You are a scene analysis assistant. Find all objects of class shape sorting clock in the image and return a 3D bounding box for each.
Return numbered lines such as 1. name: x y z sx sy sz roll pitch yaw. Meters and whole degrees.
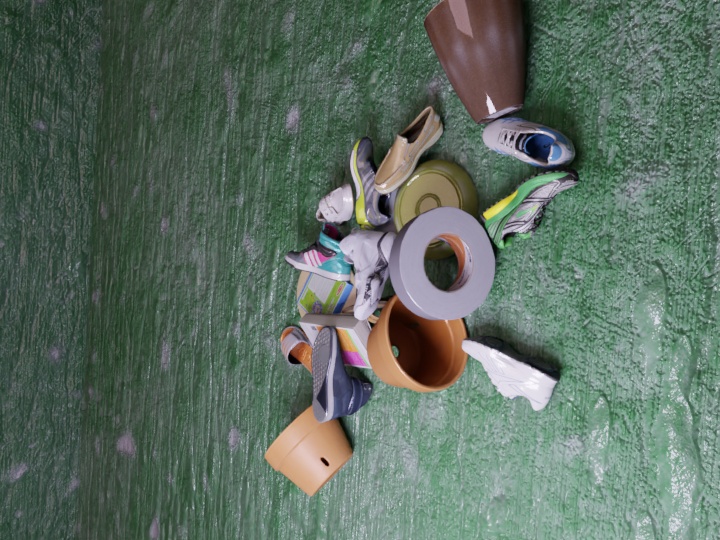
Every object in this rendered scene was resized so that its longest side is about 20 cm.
1. shape sorting clock: -0.085 0.059 1.355 0.195 0.039 0.209 -5 82 39

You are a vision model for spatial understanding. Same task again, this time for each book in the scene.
1. book: -0.047 0.169 1.271 0.195 0.048 0.137 -1 125 43

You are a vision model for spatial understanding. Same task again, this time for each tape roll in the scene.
1. tape roll: 0.153 -0.011 1.013 0.066 0.192 0.210 166 103 -74

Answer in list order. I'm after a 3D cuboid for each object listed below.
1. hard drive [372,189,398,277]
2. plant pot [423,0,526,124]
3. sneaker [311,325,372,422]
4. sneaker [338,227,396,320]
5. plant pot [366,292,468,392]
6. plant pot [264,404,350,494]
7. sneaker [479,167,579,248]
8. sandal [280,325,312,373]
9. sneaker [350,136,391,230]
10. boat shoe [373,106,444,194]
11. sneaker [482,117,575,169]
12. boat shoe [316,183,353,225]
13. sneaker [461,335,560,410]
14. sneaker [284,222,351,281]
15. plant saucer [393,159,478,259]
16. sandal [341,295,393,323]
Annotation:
1. hard drive: 0.066 -0.090 1.216 0.136 0.032 0.209 10 96 44
2. plant pot: 0.229 -0.385 0.985 0.183 0.184 0.208 -15 93 42
3. sneaker: -0.040 0.231 1.234 0.075 0.142 0.212 2 90 48
4. sneaker: 0.000 0.000 1.145 0.111 0.076 0.206 16 69 17
5. plant pot: 0.101 0.149 1.083 0.140 0.194 0.208 -37 64 55
6. plant pot: -0.108 0.423 1.269 0.140 0.198 0.202 45 119 15
7. sneaker: 0.308 -0.111 0.961 0.199 0.076 0.088 -40 69 46
8. sandal: -0.159 0.213 1.410 0.204 0.058 0.082 32 110 40
9. sneaker: 0.031 -0.194 1.192 0.079 0.073 0.209 -7 91 36
10. boat shoe: 0.089 -0.254 1.116 0.071 0.076 0.202 36 86 35
11. sneaker: 0.291 -0.235 0.969 0.198 0.071 0.075 35 113 48
12. boat shoe: -0.064 -0.147 1.263 0.200 0.066 0.074 141 125 -70
13. sneaker: 0.264 0.183 0.990 0.197 0.073 0.091 28 112 42
14. sneaker: -0.099 -0.055 1.297 0.194 0.083 0.126 15 100 31
15. plant saucer: 0.147 -0.127 1.113 0.193 0.031 0.209 0 91 32
16. sandal: 0.035 0.093 1.214 0.196 0.079 0.056 -17 87 45
